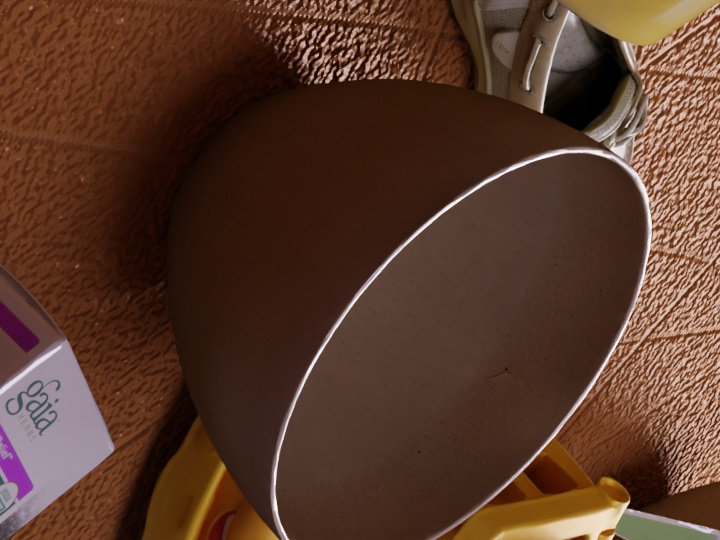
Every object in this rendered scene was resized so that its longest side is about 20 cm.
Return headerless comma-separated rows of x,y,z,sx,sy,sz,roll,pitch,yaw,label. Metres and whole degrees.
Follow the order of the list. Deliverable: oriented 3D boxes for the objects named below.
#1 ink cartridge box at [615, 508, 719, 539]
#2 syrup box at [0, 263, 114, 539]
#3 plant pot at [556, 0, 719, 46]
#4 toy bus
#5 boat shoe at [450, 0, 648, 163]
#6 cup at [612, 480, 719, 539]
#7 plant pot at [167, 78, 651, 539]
0.083,0.187,1.342,0.145,0.048,0.200,14,117,-16,ink cartridge box
-0.194,0.083,0.921,0.200,0.081,0.079,-38,148,-16,syrup box
0.130,-0.194,0.949,0.189,0.201,0.201,-45,152,24,plant pot
0.028,0.133,1.149,0.200,0.192,0.136,-5,129,-47,toy bus
0.093,-0.084,1.121,0.073,0.063,0.201,-41,148,-14,boat shoe
0.182,0.217,1.456,0.143,0.200,0.200,3,123,-32,cup
0.000,0.000,1.026,0.200,0.134,0.200,-32,145,-26,plant pot
